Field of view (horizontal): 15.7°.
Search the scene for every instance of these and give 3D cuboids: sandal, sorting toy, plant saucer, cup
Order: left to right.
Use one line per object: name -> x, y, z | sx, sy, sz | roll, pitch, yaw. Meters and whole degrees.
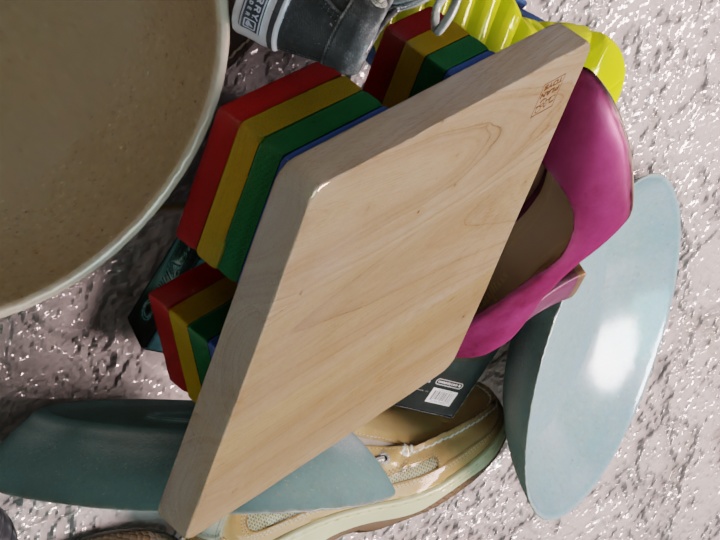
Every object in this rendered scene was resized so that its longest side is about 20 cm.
cup -> -0.172, -0.099, 1.019 | 0.200, 0.143, 0.201 | -25, 137, -25
plant saucer -> -0.082, 0.085, 1.245 | 0.199, 0.200, 0.036 | 0, 93, -42
sorting toy -> -0.012, -0.011, 1.136 | 0.200, 0.070, 0.199 | -31, 151, -46
sandal -> 0.041, -0.112, 1.240 | 0.200, 0.087, 0.080 | 30, 88, -52
plant saucer -> 0.120, 0.038, 1.449 | 0.201, 0.039, 0.202 | -46, 146, -45

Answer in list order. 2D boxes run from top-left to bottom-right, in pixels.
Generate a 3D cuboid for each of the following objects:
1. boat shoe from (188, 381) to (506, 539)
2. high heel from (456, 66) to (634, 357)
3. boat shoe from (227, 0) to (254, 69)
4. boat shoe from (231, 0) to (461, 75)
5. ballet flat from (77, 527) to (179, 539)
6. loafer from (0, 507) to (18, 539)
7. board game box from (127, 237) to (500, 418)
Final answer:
boat shoe -> -0.006, 0.097, 1.403 | 0.200, 0.072, 0.076 | -26, 121, -29
high heel -> 0.070, -0.019, 1.235 | 0.096, 0.068, 0.200 | -25, 151, -19
boat shoe -> -0.033, -0.168, 1.152 | 0.072, 0.060, 0.200 | 10, 115, -47
boat shoe -> 0.017, -0.137, 1.081 | 0.074, 0.068, 0.199 | -66, 172, 30
ballet flat -> -0.168, 0.177, 1.336 | 0.199, 0.046, 0.068 | -8, 128, -38
loafer -> -0.257, 0.159, 1.229 | 0.200, 0.073, 0.072 | -42, 133, -20
board game box -> 0.000, 0.000, 1.310 | 0.199, 0.028, 0.135 | 15, 120, -36
